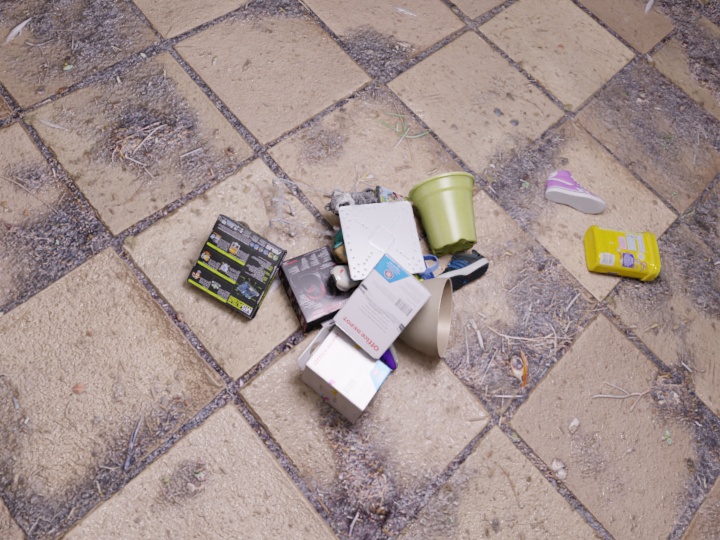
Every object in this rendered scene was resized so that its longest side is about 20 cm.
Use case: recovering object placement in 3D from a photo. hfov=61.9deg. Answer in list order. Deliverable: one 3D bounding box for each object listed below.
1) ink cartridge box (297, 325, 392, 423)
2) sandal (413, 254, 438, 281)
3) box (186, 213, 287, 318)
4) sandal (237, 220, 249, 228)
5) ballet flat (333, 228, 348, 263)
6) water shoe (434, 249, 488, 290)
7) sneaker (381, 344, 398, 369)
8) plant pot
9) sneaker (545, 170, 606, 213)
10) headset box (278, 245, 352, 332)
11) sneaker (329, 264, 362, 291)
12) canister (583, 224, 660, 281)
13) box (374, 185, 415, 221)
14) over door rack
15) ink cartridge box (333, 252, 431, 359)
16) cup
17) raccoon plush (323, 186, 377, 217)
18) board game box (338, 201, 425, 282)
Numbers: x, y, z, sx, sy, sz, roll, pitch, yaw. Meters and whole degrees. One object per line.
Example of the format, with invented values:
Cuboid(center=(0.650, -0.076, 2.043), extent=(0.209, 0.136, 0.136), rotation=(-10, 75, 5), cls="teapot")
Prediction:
Cuboid(center=(-0.047, 0.246, 1.461), extent=(0.199, 0.126, 0.129), rotation=(38, 62, 8), cls="ink cartridge box")
Cuboid(center=(0.130, -0.033, 1.588), extent=(0.197, 0.087, 0.081), rotation=(29, 39, -20), cls="sandal")
Cuboid(center=(-0.315, -0.011, 1.533), extent=(0.197, 0.048, 0.197), rotation=(27, 92, 4), cls="box")
Cuboid(center=(-0.315, -0.045, 1.590), extent=(0.079, 0.055, 0.205), rotation=(0, 68, -11), cls="sandal")
Cuboid(center=(-0.038, -0.069, 1.626), extent=(0.068, 0.201, 0.064), rotation=(-33, 105, 16), cls="ballet flat")
Cuboid(center=(0.269, 0.002, 1.695), extent=(0.196, 0.073, 0.079), rotation=(-18, 49, -27), cls="water shoe")
Cuboid(center=(0.021, 0.176, 1.540), extent=(0.098, 0.070, 0.203), rotation=(-30, 95, 4), cls="sneaker")
Cuboid(center=(0.247, -0.149, 1.700), extent=(0.195, 0.201, 0.189), rotation=(-7, 75, -15), cls="plant pot")
Cuboid(center=(0.688, -0.260, 1.906), extent=(0.196, 0.073, 0.116), rotation=(20, 58, -1), cls="sneaker")
Cuboid(center=(-0.111, 0.056, 1.572), extent=(0.146, 0.075, 0.203), rotation=(-21, 69, -21), cls="headset box")
Cuboid(center=(0.000, 0.000, 1.552), extent=(0.198, 0.093, 0.071), rotation=(1, 54, -58), cls="sneaker")
Cuboid(center=(0.786, -0.055, 1.815), extent=(0.194, 0.087, 0.152), rotation=(8, 62, -6), cls="canister")
Cuboid(center=(0.092, -0.171, 1.684), extent=(0.108, 0.035, 0.201), rotation=(19, 26, -11), cls="box")
Cuboid(center=(-0.157, -0.171, 1.685), extent=(0.195, 0.067, 0.151), rotation=(7, 62, -15), cls="over door rack")
Cuboid(center=(0.051, 0.083, 1.432), extent=(0.146, 0.086, 0.201), rotation=(40, 97, -1), cls="ink cartridge box")
Cuboid(center=(0.152, 0.115, 1.551), extent=(0.140, 0.202, 0.204), rotation=(4, 59, 18), cls="cup")
Cuboid(center=(-0.032, -0.194, 1.687), extent=(0.131, 0.098, 0.201), rotation=(22, 18, -12), cls="raccoon plush")
Cuboid(center=(0.052, -0.075, 1.532), extent=(0.195, 0.026, 0.205), rotation=(-6, 68, -14), cls="board game box")
